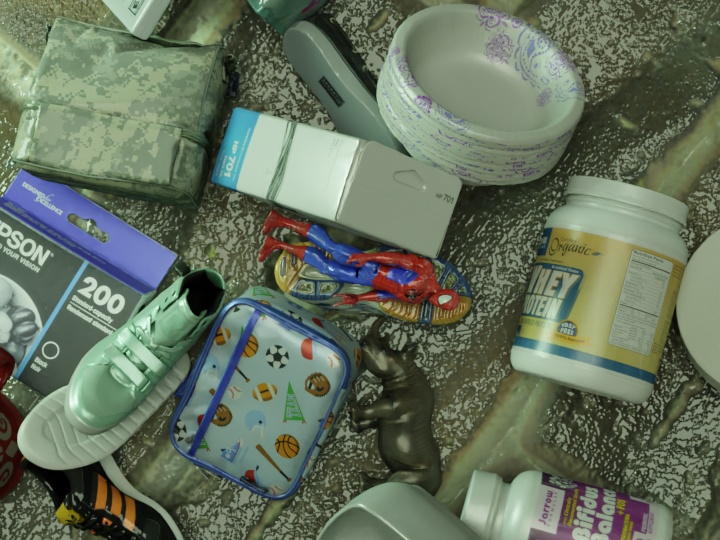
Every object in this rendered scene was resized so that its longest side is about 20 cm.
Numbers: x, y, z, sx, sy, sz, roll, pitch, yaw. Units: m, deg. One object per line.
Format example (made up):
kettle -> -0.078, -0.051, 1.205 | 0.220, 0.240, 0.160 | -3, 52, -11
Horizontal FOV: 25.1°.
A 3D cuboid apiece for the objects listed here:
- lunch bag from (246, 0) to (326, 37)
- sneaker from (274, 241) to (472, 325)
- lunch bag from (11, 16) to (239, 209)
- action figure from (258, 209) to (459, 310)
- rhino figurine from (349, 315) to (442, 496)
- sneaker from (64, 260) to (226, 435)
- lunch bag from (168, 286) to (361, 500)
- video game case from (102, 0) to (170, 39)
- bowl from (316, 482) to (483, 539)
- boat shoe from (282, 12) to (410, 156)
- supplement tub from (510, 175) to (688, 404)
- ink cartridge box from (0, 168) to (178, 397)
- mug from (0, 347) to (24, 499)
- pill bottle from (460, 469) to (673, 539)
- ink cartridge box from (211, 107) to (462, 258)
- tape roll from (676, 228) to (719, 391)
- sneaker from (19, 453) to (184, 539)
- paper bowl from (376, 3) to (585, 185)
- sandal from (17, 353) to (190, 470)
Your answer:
lunch bag -> -0.092, -0.370, 1.659 | 0.170, 0.122, 0.200 | -42, 74, 6
sneaker -> 0.015, 0.011, 1.638 | 0.200, 0.088, 0.075 | 12, 81, 5
lunch bag -> -0.235, -0.162, 1.639 | 0.200, 0.139, 0.168 | 11, 87, 3
action figure -> 0.000, 0.000, 1.565 | 0.200, 0.065, 0.052 | 16, 43, 4
rhino figurine -> 0.033, 0.146, 1.641 | 0.087, 0.060, 0.200 | -6, 83, -5
sneaker -> -0.210, 0.071, 1.589 | 0.074, 0.118, 0.200 | 42, 58, -4
lunch bag -> -0.101, 0.125, 1.618 | 0.160, 0.076, 0.200 | 28, 108, 3
video game case -> -0.200, -0.350, 1.630 | 0.023, 0.182, 0.200 | 25, 104, -37
bowl -> 0.059, 0.292, 1.575 | 0.200, 0.200, 0.075 | 39, 57, 5
boat shoe -> -0.002, -0.178, 1.665 | 0.057, 0.069, 0.200 | -40, 98, -39
supplement tub -> 0.239, 0.019, 1.597 | 0.144, 0.145, 0.200 | 15, 86, 4
ink cartridge box -> -0.324, 0.016, 1.679 | 0.198, 0.043, 0.200 | 31, 87, 5
mug -> -0.421, 0.163, 1.583 | 0.133, 0.200, 0.178 | 3, 93, 8
pill bottle -> 0.198, 0.261, 1.596 | 0.200, 0.112, 0.112 | 14, 86, 3
ink cartridge box -> -0.025, -0.087, 1.570 | 0.200, 0.146, 0.086 | 21, 91, 48
tape roll -> 0.414, 0.040, 1.606 | 0.202, 0.037, 0.203 | -5, 67, 13
sneaker -> -0.262, 0.246, 1.624 | 0.200, 0.090, 0.070 | 48, 127, 10
paper bowl -> 0.114, -0.164, 1.610 | 0.200, 0.104, 0.201 | 11, 46, -12
sandal -> -0.255, 0.141, 1.638 | 0.203, 0.050, 0.083 | -32, 83, -30
